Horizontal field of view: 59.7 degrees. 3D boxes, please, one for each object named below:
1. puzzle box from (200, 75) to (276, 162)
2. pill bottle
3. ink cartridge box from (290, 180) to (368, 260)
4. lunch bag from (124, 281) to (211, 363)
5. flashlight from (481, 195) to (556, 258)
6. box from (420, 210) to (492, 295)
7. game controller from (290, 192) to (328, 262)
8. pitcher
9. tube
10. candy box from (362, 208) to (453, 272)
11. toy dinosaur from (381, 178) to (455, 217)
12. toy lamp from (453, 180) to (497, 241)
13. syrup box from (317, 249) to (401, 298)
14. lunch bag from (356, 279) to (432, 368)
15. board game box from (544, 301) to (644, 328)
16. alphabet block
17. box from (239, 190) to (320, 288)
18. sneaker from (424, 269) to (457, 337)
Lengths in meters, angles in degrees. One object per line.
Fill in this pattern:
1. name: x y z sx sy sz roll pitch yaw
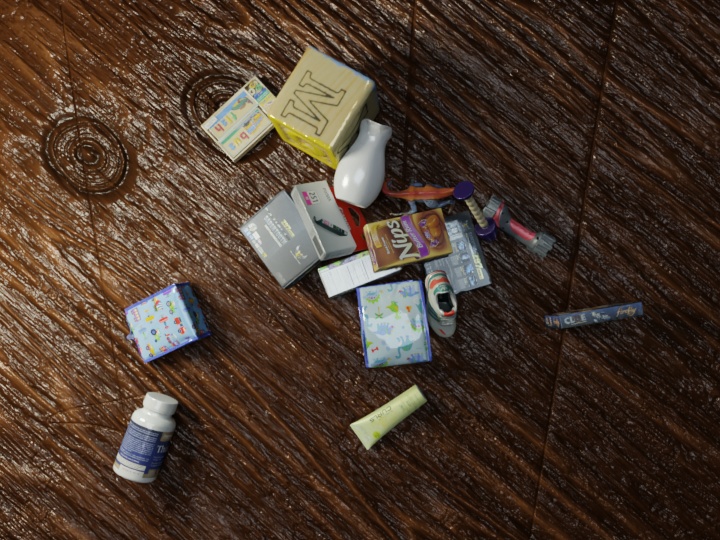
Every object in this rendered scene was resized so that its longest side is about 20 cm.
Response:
1. puzzle box: -0.306 -0.400 1.663 0.200 0.025 0.133 -44 87 -2
2. pill bottle: -0.529 0.413 1.566 0.111 0.111 0.201 20 87 3
3. ink cartridge box: -0.058 -0.134 1.568 0.173 0.044 0.201 -15 70 -30
4. lunch bag: -0.511 0.138 1.605 0.199 0.094 0.151 -24 88 9
5. flashlight: 0.404 -0.114 1.607 0.200 0.068 0.068 32 84 5
6. box: 0.232 -0.037 1.613 0.157 0.051 0.201 -18 85 1
7. game controller: -0.134 -0.116 1.638 0.104 0.042 0.201 -11 85 15
8. pitcher: 0.009 -0.262 1.578 0.121 0.172 0.201 19 91 2
9. tube: 0.076 0.368 1.590 0.200 0.052 0.058 -35 45 3
10. candy box: 0.117 -0.074 1.546 0.199 0.056 0.117 -14 83 -11
11. toy dinosaur: 0.150 -0.206 1.584 0.181 0.200 0.105 7 68 -29
12. toy lamp: 0.287 -0.138 1.539 0.058 0.200 0.058 -18 51 25
13. syrup box: 0.000 0.000 1.601 0.199 0.079 0.082 -22 85 0
14. lunch bag: 0.083 0.130 1.567 0.169 0.127 0.201 -8 95 1
15. board game box: 0.572 0.111 1.553 0.199 0.135 0.035 -9 86 0
16. alphabet block: -0.086 -0.396 1.571 0.196 0.195 0.200 31 86 9
17. box: -0.188 -0.078 1.595 0.158 0.051 0.200 -38 81 9
18. sneaker: 0.203 0.102 1.543 0.070 0.094 0.200 -13 123 -3
